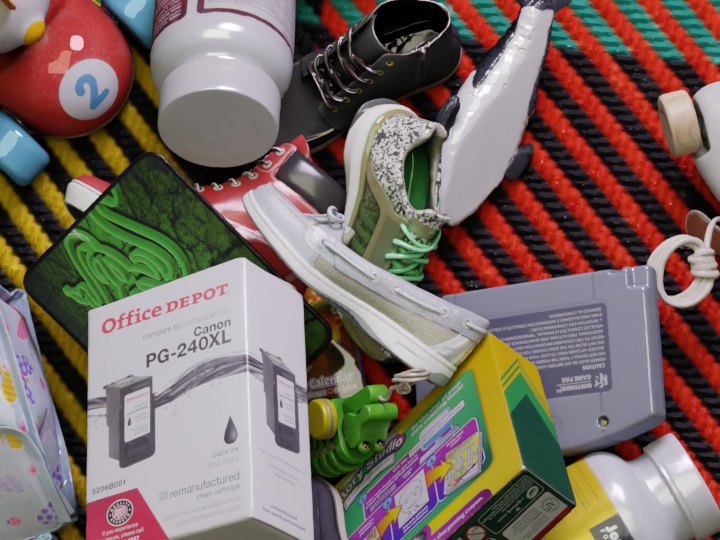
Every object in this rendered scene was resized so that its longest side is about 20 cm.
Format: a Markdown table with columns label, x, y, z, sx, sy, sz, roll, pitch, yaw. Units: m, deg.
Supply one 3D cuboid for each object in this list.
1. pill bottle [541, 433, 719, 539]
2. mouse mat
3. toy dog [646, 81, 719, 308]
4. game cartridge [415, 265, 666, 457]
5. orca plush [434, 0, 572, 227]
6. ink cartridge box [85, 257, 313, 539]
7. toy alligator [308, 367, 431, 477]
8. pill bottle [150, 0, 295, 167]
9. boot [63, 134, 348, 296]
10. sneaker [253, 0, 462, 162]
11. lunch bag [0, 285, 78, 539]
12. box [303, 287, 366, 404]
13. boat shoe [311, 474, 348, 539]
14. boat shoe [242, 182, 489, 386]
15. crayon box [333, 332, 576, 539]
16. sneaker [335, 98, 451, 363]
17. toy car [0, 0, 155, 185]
| label | x | y | z | sx | sy | sz | roll | pitch | yaw |
| --- | --- | --- | --- | --- | --- | --- | --- | --- | --- |
| pill bottle | 0.162 | 0.203 | 1.675 | 0.200 | 0.112 | 0.112 | -30 | 77 | 0 |
| mouse mat | -0.138 | 0.028 | 1.704 | 0.200 | 0.008 | 0.161 | 46 | 112 | -2 |
| toy dog | 0.287 | -0.063 | 1.741 | 0.132 | 0.096 | 0.200 | 5 | 94 | 4 |
| game cartridge | 0.133 | 0.075 | 1.706 | 0.200 | 0.041 | 0.133 | -9 | 73 | 30 |
| orca plush | 0.086 | -0.136 | 1.770 | 0.071 | 0.105 | 0.200 | 28 | 110 | 48 |
| ink cartridge box | -0.116 | 0.108 | 1.607 | 0.145 | 0.083 | 0.200 | -19 | 59 | 27 |
| toy alligator | -0.003 | 0.118 | 1.678 | 0.059 | 0.200 | 0.054 | -3 | 77 | -31 |
| pill bottle | -0.105 | -0.183 | 1.745 | 0.109 | 0.110 | 0.200 | -3 | 53 | 5 |
| boot | -0.115 | -0.058 | 1.745 | 0.200 | 0.072 | 0.144 | 26 | 77 | 6 |
| sneaker | -0.018 | -0.155 | 1.767 | 0.200 | 0.106 | 0.075 | -28 | 78 | 0 |
| lunch bag | -0.318 | 0.125 | 1.735 | 0.169 | 0.127 | 0.200 | -16 | 84 | 5 |
| box | -0.103 | 0.054 | 1.768 | 0.200 | 0.039 | 0.137 | -12 | 76 | 3 |
| boat shoe | -0.054 | 0.188 | 1.662 | 0.063 | 0.200 | 0.073 | 33 | 99 | -23 |
| boat shoe | 0.000 | 0.000 | 1.664 | 0.202 | 0.074 | 0.065 | 40 | 92 | 7 |
| crayon box | 0.056 | 0.168 | 1.633 | 0.058 | 0.173 | 0.200 | 36 | 111 | -22 |
| sneaker | 0.030 | -0.028 | 1.705 | 0.077 | 0.089 | 0.200 | -3 | 96 | -33 |
| toy car | -0.267 | -0.194 | 1.753 | 0.177 | 0.200 | 0.184 | 42 | 86 | 12 |
